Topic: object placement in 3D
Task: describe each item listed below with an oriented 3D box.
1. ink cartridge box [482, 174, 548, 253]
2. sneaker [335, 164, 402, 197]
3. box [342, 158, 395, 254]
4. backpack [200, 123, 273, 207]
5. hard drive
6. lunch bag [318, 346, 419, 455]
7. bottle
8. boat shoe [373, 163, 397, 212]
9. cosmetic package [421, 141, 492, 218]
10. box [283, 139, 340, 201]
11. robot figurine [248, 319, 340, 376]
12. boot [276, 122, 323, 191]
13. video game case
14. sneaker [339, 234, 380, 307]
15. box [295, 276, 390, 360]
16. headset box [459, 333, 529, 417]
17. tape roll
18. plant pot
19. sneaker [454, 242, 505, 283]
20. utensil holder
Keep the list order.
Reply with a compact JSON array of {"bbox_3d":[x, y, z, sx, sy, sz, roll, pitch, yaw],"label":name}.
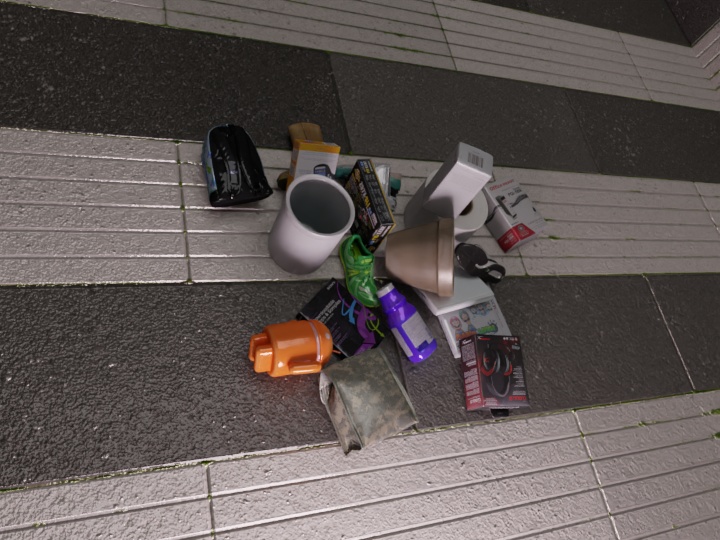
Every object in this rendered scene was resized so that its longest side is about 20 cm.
[{"bbox_3d":[0.452,-0.175,1.863,0.146,0.083,0.201,-24,75,-32],"label":"ink cartridge box"},{"bbox_3d":[0.015,-0.246,1.706,0.197,0.071,0.081,8,90,-3],"label":"sneaker"},{"bbox_3d":[0.012,-0.164,1.604,0.049,0.160,0.202,-7,65,-28],"label":"box"},{"bbox_3d":[-0.324,-0.263,1.528,0.161,0.153,0.203,-14,91,-28],"label":"backpack"},{"bbox_3d":[0.245,0.049,1.647,0.198,0.026,0.132,-13,47,-31],"label":"hard drive"},{"bbox_3d":[0.008,0.286,1.377,0.163,0.118,0.202,-17,76,-30],"label":"lunch bag"},{"bbox_3d":[0.110,0.127,1.520,0.083,0.065,0.201,-37,96,-40],"label":"bottle"},{"bbox_3d":[0.065,-0.189,1.653,0.068,0.072,0.203,-5,90,10],"label":"boat shoe"},{"bbox_3d":[0.242,-0.221,1.547,0.101,0.200,0.075,21,56,-13],"label":"cosmetic package"},{"bbox_3d":[-0.129,-0.231,1.580,0.118,0.202,0.041,-1,27,-33],"label":"box"},{"bbox_3d":[-0.148,0.170,1.369,0.198,0.143,0.118,-5,86,-26],"label":"robot figurine"},{"bbox_3d":[-0.167,-0.310,1.667,0.173,0.066,0.202,0,62,-35],"label":"boot"},{"bbox_3d":[0.302,0.131,1.658,0.198,0.024,0.184,-9,67,-28],"label":"video game case"},{"bbox_3d":[0.000,0.000,1.553,0.073,0.084,0.202,-11,69,-30],"label":"sneaker"},{"bbox_3d":[-0.041,0.129,1.492,0.200,0.036,0.143,41,54,3],"label":"box"},{"bbox_3d":[0.340,0.270,1.552,0.147,0.075,0.203,6,69,-24],"label":"headset box"},{"bbox_3d":[0.239,-0.165,1.723,0.200,0.139,0.205,12,58,-19],"label":"tape roll"},{"bbox_3d":[0.155,-0.036,1.567,0.171,0.201,0.202,2,57,9],"label":"plant pot"},{"bbox_3d":[0.308,-0.038,1.702,0.199,0.076,0.116,29,14,-38],"label":"sneaker"},{"bbox_3d":[-0.126,-0.106,1.483,0.168,0.200,0.172,11,59,-19],"label":"utensil holder"}]
